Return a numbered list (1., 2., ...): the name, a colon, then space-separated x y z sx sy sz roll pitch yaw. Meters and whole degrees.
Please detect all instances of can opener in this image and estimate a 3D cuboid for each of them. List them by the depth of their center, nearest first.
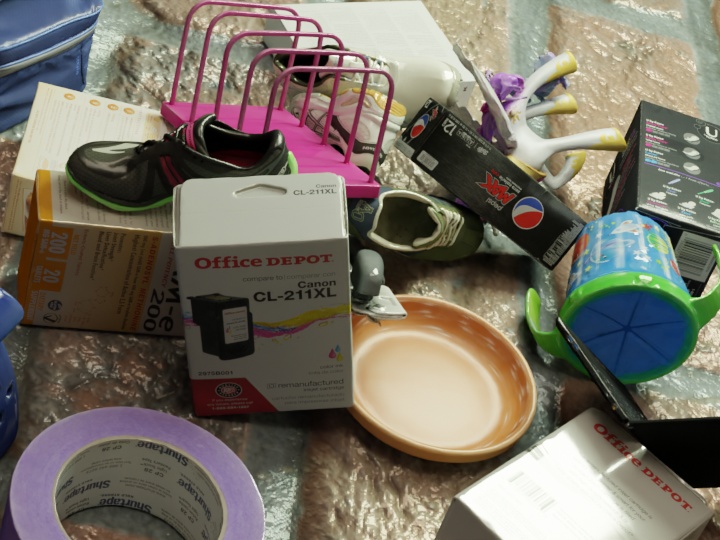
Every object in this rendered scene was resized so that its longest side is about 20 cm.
1. can opener: 0.000 0.000 1.608 0.052 0.067 0.200 8 14 -16

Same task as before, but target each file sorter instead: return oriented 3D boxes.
1. file sorter: -0.076 -0.165 1.617 0.138 0.126 0.200 -1 27 -33

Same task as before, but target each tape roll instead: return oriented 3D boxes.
1. tape roll: -0.178 0.207 1.329 0.199 0.085 0.201 12 41 -11

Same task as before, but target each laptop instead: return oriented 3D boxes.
1. laptop: 0.291 0.119 1.546 0.177 0.103 0.200 43 13 -51

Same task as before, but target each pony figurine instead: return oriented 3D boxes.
1. pony figurine: 0.156 -0.153 1.829 0.199 0.167 0.194 -29 85 -23

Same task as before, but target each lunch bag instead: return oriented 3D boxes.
1. lunch bag: -0.362 -0.236 1.710 0.136 0.133 0.200 36 42 18

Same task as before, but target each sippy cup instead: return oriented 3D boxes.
1. sippy cup: 0.258 0.018 1.678 0.177 0.140 0.131 12 44 -6

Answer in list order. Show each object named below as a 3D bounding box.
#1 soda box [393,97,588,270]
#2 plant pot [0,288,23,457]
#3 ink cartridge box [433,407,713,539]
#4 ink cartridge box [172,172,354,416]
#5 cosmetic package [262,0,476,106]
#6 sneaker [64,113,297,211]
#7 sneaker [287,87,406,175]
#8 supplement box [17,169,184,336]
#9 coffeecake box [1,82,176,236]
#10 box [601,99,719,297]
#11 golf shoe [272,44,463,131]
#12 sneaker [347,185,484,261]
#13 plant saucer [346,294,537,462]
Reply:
1. soda box: 0.131 -0.086 1.729 0.200 0.063 0.071 37 4 -21
2. plant pot: -0.382 0.080 1.310 0.199 0.180 0.200 29 40 9
3. ink cartridge box: 0.180 0.223 1.462 0.199 0.085 0.146 -25 57 -41
4. ink cartridge box: -0.080 0.023 1.462 0.145 0.201 0.083 -3 43 -1
5. cosmetic package: 0.009 -0.238 1.934 0.199 0.052 0.151 -6 45 -28
6. sneaker: -0.153 -0.099 1.474 0.198 0.084 0.077 -1 45 -4
7. sneaker: -0.031 -0.129 1.732 0.075 0.200 0.088 23 79 -23
8. supplement box: -0.198 -0.012 1.533 0.199 0.127 0.074 5 41 -17
9. coffeecake box: -0.228 -0.088 1.646 0.199 0.073 0.154 13 38 -9
10. box: 0.321 -0.066 1.817 0.105 0.123 0.201 17 40 -3
11. golf shoe: 0.002 -0.193 1.757 0.199 0.097 0.079 3 78 23
12. sneaker: 0.058 -0.041 1.674 0.199 0.068 0.090 14 6 -37
13. plant saucer: 0.064 0.104 1.585 0.199 0.038 0.201 11 41 -10
